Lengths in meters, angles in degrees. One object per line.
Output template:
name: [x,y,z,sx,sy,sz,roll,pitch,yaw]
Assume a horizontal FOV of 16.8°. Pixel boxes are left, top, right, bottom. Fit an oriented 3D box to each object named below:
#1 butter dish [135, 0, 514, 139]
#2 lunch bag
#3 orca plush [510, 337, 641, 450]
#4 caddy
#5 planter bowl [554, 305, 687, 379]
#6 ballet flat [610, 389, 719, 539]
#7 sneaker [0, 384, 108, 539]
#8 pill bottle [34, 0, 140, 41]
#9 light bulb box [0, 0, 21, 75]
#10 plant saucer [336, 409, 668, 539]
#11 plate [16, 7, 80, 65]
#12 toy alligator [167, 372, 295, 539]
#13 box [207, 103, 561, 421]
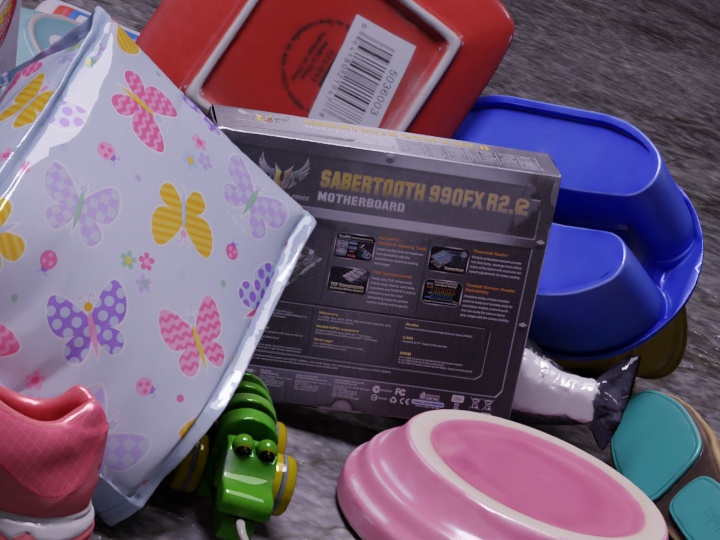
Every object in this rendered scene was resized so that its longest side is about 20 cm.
butter dish: [-0.044,-0.130,1.500,0.199,0.200,0.148,35,-5,-21]
lunch bag: [-0.141,0.002,1.201,0.170,0.127,0.200,43,43,-21]
orca plush: [0.070,0.036,1.464,0.199,0.106,0.071,10,18,10]
caddy: [0.113,-0.023,1.516,0.200,0.142,0.105,13,-22,26]
planter bowl: [0.124,0.002,1.631,0.083,0.201,0.200,-29,41,-21]
ballet flat: [0.202,0.140,1.442,0.063,0.069,0.200,45,9,-26]
sneaker: [-0.205,0.069,1.083,0.200,0.087,0.074,13,18,-27]
pill bottle: [-0.139,-0.097,1.637,0.200,0.112,0.112,22,17,3]
light bulb box: [-0.304,-0.096,1.248,0.200,0.125,0.199,23,59,3]
plant saucer: [0.087,0.132,1.314,0.200,0.051,0.201,20,17,-7]
plate: [-0.154,-0.104,1.486,0.200,0.026,0.200,37,19,-15]
toy alligator: [-0.060,0.094,1.215,0.059,0.054,0.200,16,17,-15]
box: [0.000,0.000,1.375,0.199,0.159,0.048,7,18,-10]
